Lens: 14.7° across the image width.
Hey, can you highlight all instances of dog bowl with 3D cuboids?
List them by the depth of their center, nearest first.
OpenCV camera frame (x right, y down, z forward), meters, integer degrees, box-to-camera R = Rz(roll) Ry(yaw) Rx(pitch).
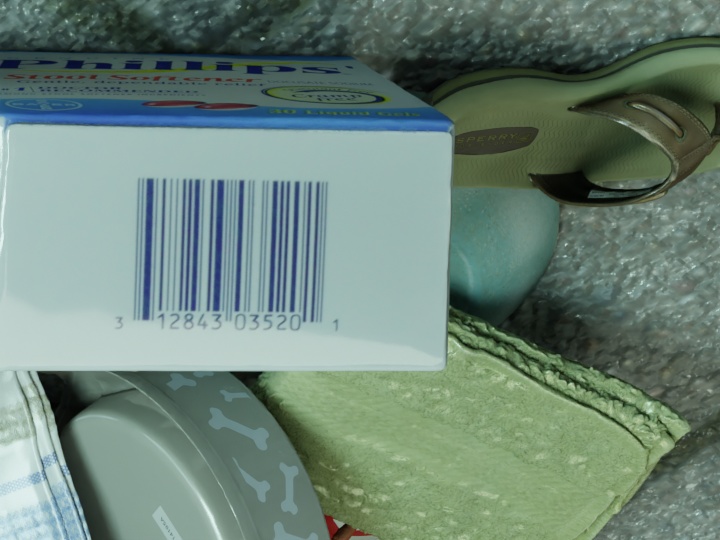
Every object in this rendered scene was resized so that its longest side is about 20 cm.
[{"bbox_3d":[-0.090,0.127,1.337,0.059,0.200,0.200,-25,149,-38],"label":"dog bowl"}]

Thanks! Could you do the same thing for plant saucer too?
[{"bbox_3d":[0.000,0.000,1.324,0.201,0.039,0.201,-6,136,-6],"label":"plant saucer"}]

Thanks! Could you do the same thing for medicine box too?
[{"bbox_3d":[-0.072,-0.028,1.147,0.182,0.200,0.103,0,102,-13],"label":"medicine box"}]

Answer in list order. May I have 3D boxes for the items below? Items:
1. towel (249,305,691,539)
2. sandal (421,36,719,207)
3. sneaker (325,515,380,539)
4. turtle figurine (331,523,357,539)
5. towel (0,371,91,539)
[{"bbox_3d":[0.042,0.080,1.344,0.200,0.037,0.148,23,128,-19],"label":"towel"},{"bbox_3d":[0.113,-0.055,1.266,0.201,0.057,0.080,-9,139,-23],"label":"sandal"},{"bbox_3d":[-0.062,0.149,1.456,0.200,0.078,0.116,-17,130,-12],"label":"sneaker"},{"bbox_3d":[0.065,0.180,1.457,0.200,0.064,0.162,-14,123,-34],"label":"turtle figurine"},{"bbox_3d":[-0.201,0.119,1.318,0.147,0.200,0.024,-20,177,7],"label":"towel"}]
